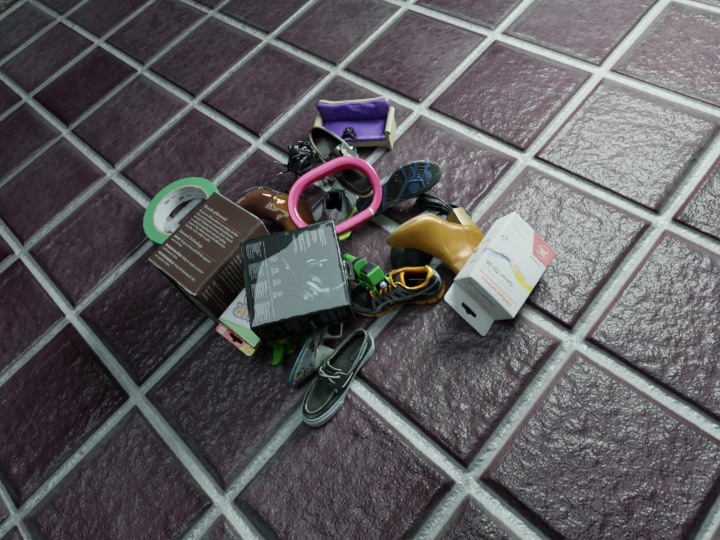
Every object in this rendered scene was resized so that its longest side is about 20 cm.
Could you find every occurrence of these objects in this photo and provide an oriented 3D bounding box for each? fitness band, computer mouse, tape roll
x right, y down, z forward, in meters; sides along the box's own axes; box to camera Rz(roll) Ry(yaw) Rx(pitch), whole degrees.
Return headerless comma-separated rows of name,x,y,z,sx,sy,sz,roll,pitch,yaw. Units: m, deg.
fitness band,-0.051,-0.145,1.125,0.198,0.037,0.145,-28,84,-8
computer mouse,0.129,-0.082,1.163,0.137,0.053,0.201,27,69,27
tape roll,-0.425,-0.134,1.355,0.197,0.048,0.203,-8,57,12

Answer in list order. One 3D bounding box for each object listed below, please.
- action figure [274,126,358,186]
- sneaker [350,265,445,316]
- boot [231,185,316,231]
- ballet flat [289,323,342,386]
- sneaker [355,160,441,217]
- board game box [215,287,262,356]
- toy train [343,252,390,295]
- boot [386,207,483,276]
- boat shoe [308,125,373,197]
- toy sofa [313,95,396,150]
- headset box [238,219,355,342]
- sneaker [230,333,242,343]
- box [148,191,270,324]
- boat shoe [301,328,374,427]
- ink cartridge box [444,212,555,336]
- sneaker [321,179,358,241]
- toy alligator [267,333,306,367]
action figure,-0.097,-0.259,1.308,0.197,0.102,0.121,-17,68,19
sneaker,0.064,0.032,1.095,0.197,0.077,0.079,-14,57,9
boot,-0.170,-0.093,1.215,0.186,0.069,0.201,-2,47,-37
ballet flat,-0.074,0.133,1.077,0.071,0.072,0.203,9,63,21
sneaker,0.080,-0.184,1.208,0.198,0.077,0.077,-23,13,13
board game box,-0.190,0.062,1.100,0.095,0.030,0.201,33,75,14
toy train,0.000,0.000,1.090,0.042,0.057,0.200,-39,22,-10
boot,0.161,-0.038,1.077,0.199,0.071,0.145,-18,68,-24
boat shoe,-0.042,-0.232,1.190,0.072,0.068,0.201,-42,69,6
toy sofa,-0.017,-0.349,1.346,0.197,0.098,0.084,2,58,16
headset box,-0.110,0.018,1.042,0.197,0.093,0.176,-14,67,1
sneaker,-0.189,0.068,1.140,0.079,0.074,0.201,27,69,34
box,-0.291,-0.017,1.170,0.163,0.167,0.201,30,70,30
boat shoe,-0.049,0.189,1.029,0.071,0.071,0.201,24,68,27
ink cartridge box,0.256,0.009,1.027,0.116,0.067,0.201,41,72,-8
sneaker,-0.045,-0.150,1.222,0.073,0.082,0.202,-3,41,6
toy alligator,-0.134,0.098,1.118,0.054,0.060,0.201,19,65,25
